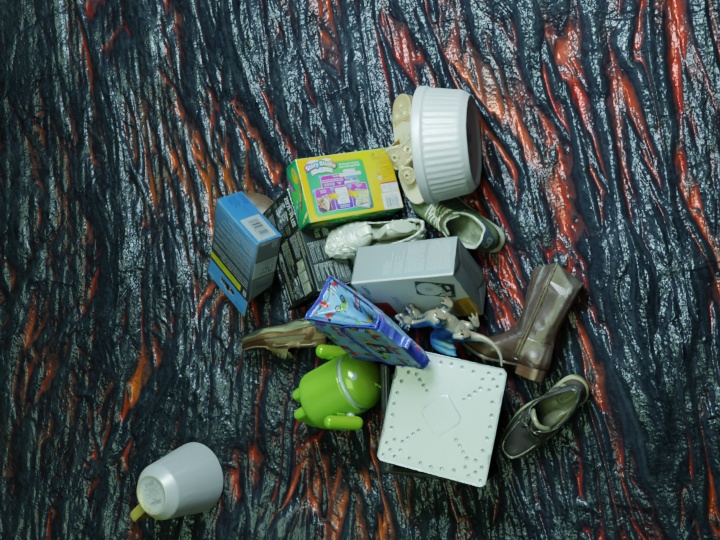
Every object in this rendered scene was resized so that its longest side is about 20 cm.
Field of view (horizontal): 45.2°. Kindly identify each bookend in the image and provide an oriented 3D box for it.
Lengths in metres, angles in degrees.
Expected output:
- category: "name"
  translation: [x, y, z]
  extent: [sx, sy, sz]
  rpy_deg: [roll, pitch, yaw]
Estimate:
- category: "bookend"
  translation: [0.143, 0.270, 1.575]
  extent: [0.196, 0.092, 0.203]
  rpy_deg: [0, 91, 27]

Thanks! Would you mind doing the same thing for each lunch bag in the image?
- category: "lunch bag"
  translation: [0.026, 0.103, 1.499]
  extent: [0.198, 0.150, 0.095]
  rpy_deg: [16, 69, 50]

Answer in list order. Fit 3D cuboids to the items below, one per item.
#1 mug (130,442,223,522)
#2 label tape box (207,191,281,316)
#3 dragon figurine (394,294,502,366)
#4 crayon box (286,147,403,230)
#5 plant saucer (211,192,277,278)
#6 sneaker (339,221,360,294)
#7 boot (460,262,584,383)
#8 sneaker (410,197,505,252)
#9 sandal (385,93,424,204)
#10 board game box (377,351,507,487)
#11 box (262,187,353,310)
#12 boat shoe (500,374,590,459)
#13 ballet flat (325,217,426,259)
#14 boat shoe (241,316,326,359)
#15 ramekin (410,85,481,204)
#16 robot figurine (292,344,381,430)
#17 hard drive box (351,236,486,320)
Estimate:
- category: "mug"
  translation: [-0.400, 0.475, 1.843]
  extent: [0.148, 0.152, 0.190]
  rpy_deg: [23, 102, 25]
- category: "label tape box"
  translation: [-0.234, -0.032, 1.727]
  extent: [0.144, 0.063, 0.202]
  rpy_deg: [46, 140, 28]
- category: "dragon figurine"
  translation: [0.158, 0.108, 1.512]
  extent: [0.198, 0.059, 0.100]
  rpy_deg: [31, 147, 0]
- category: "crayon box"
  translation: [-0.028, -0.152, 1.599]
  extent: [0.058, 0.197, 0.121]
  rpy_deg: [-30, 72, 64]
- category: "plant saucer"
  translation: [-0.240, -0.061, 1.807]
  extent: [0.197, 0.036, 0.205]
  rpy_deg: [1, 93, 29]
- category: "sneaker"
  translation: [0.000, 0.000, 1.637]
  extent: [0.074, 0.087, 0.203]
  rpy_deg: [-18, 83, -12]
- category: "boot"
  translation: [0.280, 0.070, 1.516]
  extent: [0.184, 0.064, 0.204]
  rpy_deg: [22, 98, 29]
- category: "sneaker"
  translation: [0.163, -0.095, 1.554]
  extent: [0.199, 0.089, 0.068]
  rpy_deg: [32, 107, 24]
- category: "sandal"
  translation: [0.071, -0.226, 1.587]
  extent: [0.077, 0.069, 0.216]
  rpy_deg: [-23, 68, 48]
- category: "board game box"
  translation: [0.144, 0.254, 1.516]
  extent: [0.196, 0.026, 0.204]
  rpy_deg: [10, 84, 18]
- category: "box"
  translation: [-0.104, -0.045, 1.663]
  extent: [0.163, 0.085, 0.204]
  rpy_deg: [-33, 73, 60]
- category: "boat shoe"
  translation: [0.311, 0.256, 1.498]
  extent: [0.073, 0.065, 0.201]
  rpy_deg: [46, 112, 18]
- category: "ballet flat"
  translation: [0.030, -0.068, 1.584]
  extent: [0.196, 0.072, 0.073]
  rpy_deg: [-8, 87, -15]
- category: "boat shoe"
  translation: [-0.153, 0.143, 1.744]
  extent: [0.197, 0.075, 0.075]
  rpy_deg: [-16, 87, 29]
- category: "ramekin"
  translation: [0.154, -0.220, 1.503]
  extent: [0.092, 0.202, 0.207]
  rpy_deg: [-2, 90, 17]
- category: "robot figurine"
  translation: [-0.038, 0.229, 1.659]
  extent: [0.198, 0.115, 0.178]
  rpy_deg: [-30, 48, 27]
- category: "hard drive box"
  translation: [0.107, 0.019, 1.544]
  extent: [0.197, 0.156, 0.078]
  rpy_deg: [-6, 59, 29]
